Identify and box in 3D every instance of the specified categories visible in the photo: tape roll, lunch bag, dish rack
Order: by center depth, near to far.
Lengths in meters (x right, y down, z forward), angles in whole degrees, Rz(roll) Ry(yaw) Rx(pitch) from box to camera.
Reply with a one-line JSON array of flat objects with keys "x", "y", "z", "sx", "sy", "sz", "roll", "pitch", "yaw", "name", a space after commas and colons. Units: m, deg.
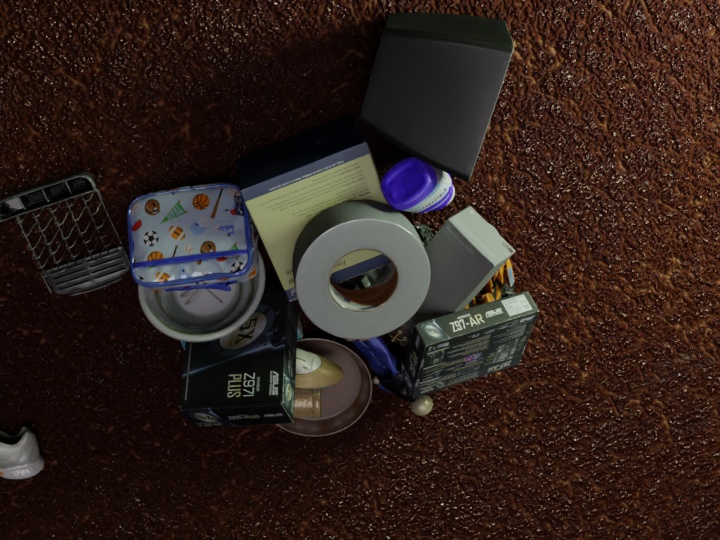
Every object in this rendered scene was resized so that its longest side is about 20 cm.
[{"x": 0.000, "y": 0.000, "z": 1.470, "sx": 0.199, "sy": 0.066, "sz": 0.201, "roll": -4, "pitch": 120, "yaw": -7, "name": "tape roll"}, {"x": -0.250, "y": -0.045, "z": 1.513, "sx": 0.199, "sy": 0.076, "sz": 0.161, "roll": -7, "pitch": 76, "yaw": 4, "name": "lunch bag"}, {"x": -0.449, "y": -0.049, "z": 1.537, "sx": 0.153, "sy": 0.055, "sz": 0.201, "roll": -17, "pitch": 118, "yaw": 2, "name": "dish rack"}]

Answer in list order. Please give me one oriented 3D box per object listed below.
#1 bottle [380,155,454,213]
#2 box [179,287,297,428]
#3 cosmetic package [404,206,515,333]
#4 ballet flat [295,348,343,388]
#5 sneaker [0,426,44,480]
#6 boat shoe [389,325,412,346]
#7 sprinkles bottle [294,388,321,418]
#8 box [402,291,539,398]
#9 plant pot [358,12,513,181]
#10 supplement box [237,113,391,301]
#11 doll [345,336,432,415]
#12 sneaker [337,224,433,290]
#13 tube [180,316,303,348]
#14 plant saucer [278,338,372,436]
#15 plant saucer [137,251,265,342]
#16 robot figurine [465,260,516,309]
[{"x": 0.096, "y": -0.125, "z": 1.505, "sx": 0.083, "sy": 0.200, "sz": 0.065, "roll": -35, "pitch": 79, "yaw": 15, "name": "bottle"}, {"x": -0.187, "y": 0.137, "z": 1.567, "sx": 0.163, "sy": 0.201, "sz": 0.086, "roll": -3, "pitch": 151, "yaw": 8, "name": "box"}, {"x": 0.137, "y": 0.009, "z": 1.563, "sx": 0.107, "sy": 0.090, "sz": 0.200, "roll": 44, "pitch": 128, "yaw": 12, "name": "cosmetic package"}, {"x": -0.127, "y": 0.158, "z": 1.640, "sx": 0.199, "sy": 0.069, "sz": 0.063, "roll": -1, "pitch": 127, "yaw": -3, "name": "ballet flat"}, {"x": -0.643, "y": 0.307, "z": 1.689, "sx": 0.199, "sy": 0.076, "sz": 0.092, "roll": -7, "pitch": 111, "yaw": -14, "name": "sneaker"}, {"x": 0.086, "y": 0.103, "z": 1.678, "sx": 0.200, "sy": 0.072, "sz": 0.060, "roll": 35, "pitch": 72, "yaw": -26, "name": "boat shoe"}, {"x": -0.166, "y": 0.215, "z": 1.672, "sx": 0.199, "sy": 0.068, "sz": 0.068, "roll": -1, "pitch": 117, "yaw": -2, "name": "sprinkles bottle"}, {"x": 0.174, "y": 0.120, "z": 1.590, "sx": 0.199, "sy": 0.044, "sz": 0.160, "roll": -16, "pitch": 146, "yaw": -16, "name": "box"}, {"x": 0.101, "y": -0.272, "z": 1.436, "sx": 0.177, "sy": 0.200, "sz": 0.201, "roll": 16, "pitch": 114, "yaw": -4, "name": "plant pot"}, {"x": -0.059, "y": -0.097, "z": 1.525, "sx": 0.199, "sy": 0.134, "sz": 0.200, "roll": -21, "pitch": 118, "yaw": 3, "name": "supplement box"}, {"x": 0.059, "y": 0.176, "z": 1.701, "sx": 0.048, "sy": 0.136, "sz": 0.200, "roll": -49, "pitch": 114, "yaw": -27, "name": "doll"}, {"x": 0.027, "y": -0.015, "z": 1.619, "sx": 0.200, "sy": 0.090, "sz": 0.067, "roll": -38, "pitch": 113, "yaw": -18, "name": "sneaker"}, {"x": -0.197, "y": 0.113, "z": 1.666, "sx": 0.199, "sy": 0.050, "sz": 0.078, "roll": -15, "pitch": 111, "yaw": 5, "name": "tube"}, {"x": -0.080, "y": 0.196, "z": 1.721, "sx": 0.199, "sy": 0.035, "sz": 0.201, "roll": -1, "pitch": 117, "yaw": -2, "name": "plant saucer"}, {"x": -0.243, "y": 0.024, "z": 1.555, "sx": 0.199, "sy": 0.201, "sz": 0.050, "roll": -14, "pitch": 155, "yaw": -1, "name": "plant saucer"}, {"x": 0.199, "y": 0.038, "z": 1.659, "sx": 0.145, "sy": 0.058, "sz": 0.201, "roll": -21, "pitch": 110, "yaw": -14, "name": "robot figurine"}]
